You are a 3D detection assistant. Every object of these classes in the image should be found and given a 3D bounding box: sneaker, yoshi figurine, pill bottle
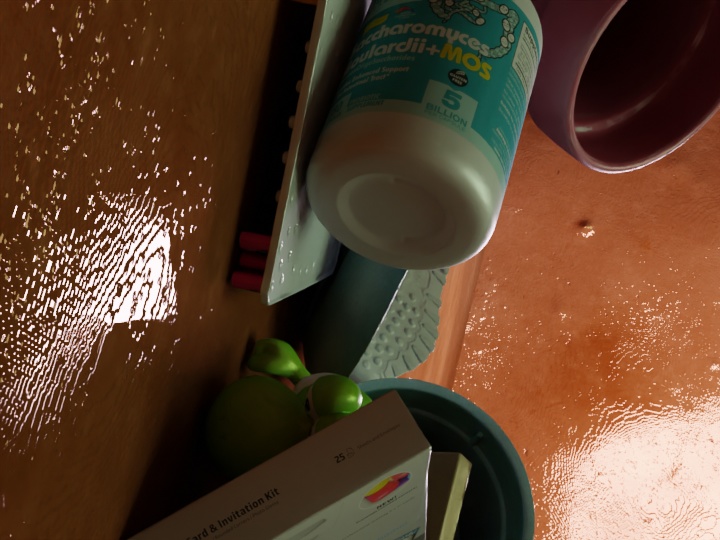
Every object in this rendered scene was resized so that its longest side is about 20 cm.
[{"bbox_3d":[0.017,0.039,1.114,0.080,0.076,0.200,-35,-165,34],"label":"sneaker"},{"bbox_3d":[-0.050,0.102,0.794,0.112,0.113,0.200,-38,170,-19],"label":"yoshi figurine"},{"bbox_3d":[0.045,-0.107,0.785,0.111,0.110,0.201,91,13,-53],"label":"pill bottle"}]

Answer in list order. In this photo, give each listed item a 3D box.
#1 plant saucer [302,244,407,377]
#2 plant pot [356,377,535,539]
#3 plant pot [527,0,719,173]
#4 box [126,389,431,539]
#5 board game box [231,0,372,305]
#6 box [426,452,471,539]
[{"bbox_3d":[0.000,0.000,0.948,0.202,0.038,0.201,-63,-174,12],"label":"plant saucer"},{"bbox_3d":[0.020,0.201,1.048,0.196,0.199,0.202,105,0,-75],"label":"plant pot"},{"bbox_3d":[0.179,-0.204,1.016,0.199,0.179,0.201,-25,141,-22],"label":"plant pot"},{"bbox_3d":[-0.036,0.154,0.726,0.155,0.041,0.200,-28,156,-11],"label":"box"},{"bbox_3d":[-0.025,-0.089,0.809,0.200,0.026,0.202,-30,132,-79],"label":"board game box"},{"bbox_3d":[-0.022,0.211,0.859,0.021,0.162,0.201,47,49,-42],"label":"box"}]
